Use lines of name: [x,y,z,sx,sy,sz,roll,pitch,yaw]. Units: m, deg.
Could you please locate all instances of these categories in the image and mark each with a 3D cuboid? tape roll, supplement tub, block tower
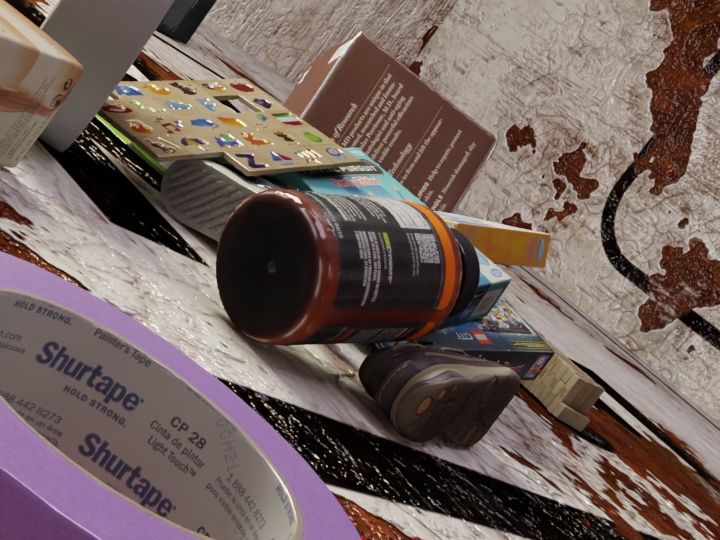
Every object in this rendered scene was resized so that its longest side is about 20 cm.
tape roll: [-0.196,-0.189,1.018,0.066,0.200,0.200,34,8,-18]
supplement tub: [0.000,0.000,0.968,0.200,0.107,0.107,3,32,-49]
tape roll: [-0.093,0.072,0.451,0.200,0.066,0.200,35,9,-6]
block tower: [0.203,0.105,1.584,0.054,0.058,0.200,29,12,-40]

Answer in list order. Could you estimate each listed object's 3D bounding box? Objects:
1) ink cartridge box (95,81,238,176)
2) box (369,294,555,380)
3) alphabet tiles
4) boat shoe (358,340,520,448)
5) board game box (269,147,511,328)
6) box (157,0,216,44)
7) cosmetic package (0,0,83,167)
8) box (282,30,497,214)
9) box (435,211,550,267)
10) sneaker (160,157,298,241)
ink cartridge box: [-0.171,-0.138,1.288,0.200,0.076,0.148,40,8,15]
box: [0.069,0.040,1.223,0.200,0.038,0.137,6,36,-48]
alphabet tiles: [-0.122,-0.123,1.151,0.200,0.008,0.167,-10,39,-46]
boat shoe: [0.062,0.084,1.027,0.073,0.075,0.200,41,7,24]
board game box: [0.017,-0.031,1.186,0.200,0.047,0.151,42,24,21]
box: [-0.379,-0.511,2.437,0.148,0.107,0.200,39,9,19]
cosmetic package: [-0.263,-0.131,0.800,0.103,0.087,0.200,39,8,11]
box: [0.007,-0.126,1.498,0.200,0.164,0.166,36,-15,-14]
box: [0.100,-0.034,1.350,0.119,0.042,0.200,14,8,36]
sneaker: [-0.065,-0.029,1.104,0.200,0.079,0.079,38,13,17]
